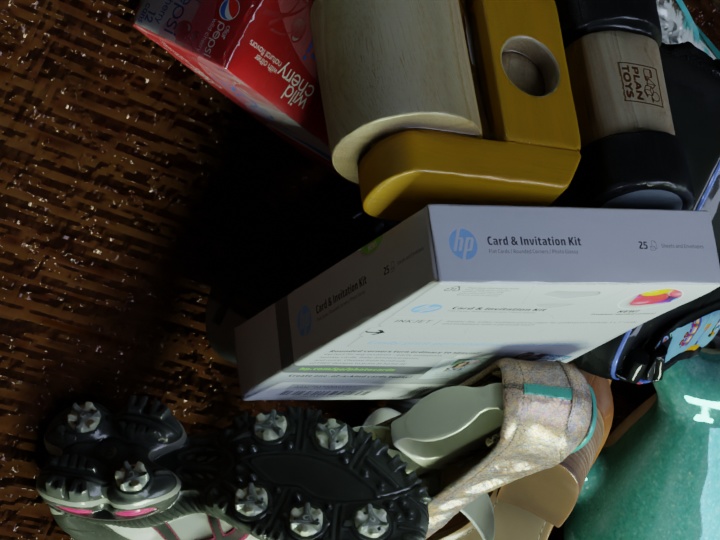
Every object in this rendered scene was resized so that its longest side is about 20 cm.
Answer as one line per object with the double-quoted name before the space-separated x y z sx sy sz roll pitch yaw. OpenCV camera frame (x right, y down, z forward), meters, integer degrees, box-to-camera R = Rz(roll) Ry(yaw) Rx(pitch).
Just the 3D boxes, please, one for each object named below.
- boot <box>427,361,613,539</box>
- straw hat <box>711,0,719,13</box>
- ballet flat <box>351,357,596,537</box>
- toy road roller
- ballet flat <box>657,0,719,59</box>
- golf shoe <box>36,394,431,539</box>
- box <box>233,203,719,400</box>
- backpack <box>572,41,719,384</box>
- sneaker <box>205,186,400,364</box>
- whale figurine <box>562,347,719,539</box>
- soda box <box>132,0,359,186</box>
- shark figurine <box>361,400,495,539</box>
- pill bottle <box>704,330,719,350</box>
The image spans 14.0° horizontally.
"boot" 0.088 0.116 1.733 0.200 0.076 0.156 -61 -176 41
"straw hat" 0.146 -0.231 1.547 0.084 0.202 0.202 -6 127 -4
"ballet flat" 0.031 0.090 1.461 0.067 0.068 0.200 13 146 -38
"toy road roller" 0.053 -0.064 1.392 0.199 0.124 0.146 7 150 -30
"ballet flat" 0.177 -0.123 1.700 0.072 0.072 0.200 -56 143 -8
"golf shoe" -0.060 0.115 1.445 0.088 0.199 0.078 83 21 -50
"box" 0.051 0.018 1.393 0.155 0.200 0.041 0 74 -29
"backpack" 0.156 -0.031 1.617 0.183 0.134 0.200 -62 164 2
"sneaker" 0.000 0.000 1.532 0.200 0.075 0.080 -37 141 -31
"whale figurine" 0.194 0.134 1.771 0.104 0.158 0.201 -83 -175 -51
"soda box" -0.026 -0.099 1.433 0.064 0.070 0.200 -61 146 -3
"shark figurine" -0.011 0.126 1.608 0.214 0.089 0.129 -35 104 -45
"pill bottle" 0.229 0.025 1.810 0.113 0.113 0.201 -42 140 -26
